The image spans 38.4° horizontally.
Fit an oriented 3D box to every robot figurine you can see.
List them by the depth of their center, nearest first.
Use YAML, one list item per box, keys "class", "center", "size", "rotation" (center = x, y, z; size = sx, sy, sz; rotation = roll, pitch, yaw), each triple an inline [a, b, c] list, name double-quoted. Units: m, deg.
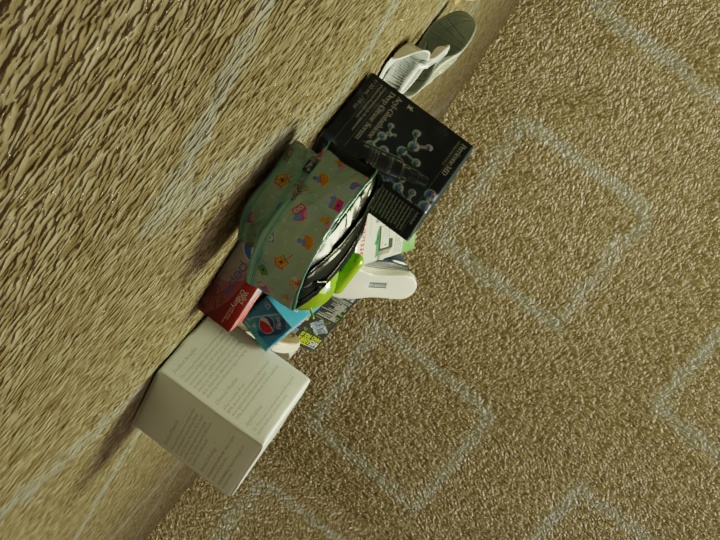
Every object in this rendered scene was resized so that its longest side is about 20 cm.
- class: "robot figurine"
  center: [-0.087, -0.027, 1.616]
  size: [0.115, 0.174, 0.202]
  rotation: [-28, -137, 44]

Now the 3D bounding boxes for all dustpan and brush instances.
- class: "dustpan and brush"
  center: [0.090, -0.346, 1.757]
  size: [0.200, 0.057, 0.140]
  rotation: [-53, 177, -39]

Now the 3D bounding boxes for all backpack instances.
- class: "backpack"
  center: [-0.078, -0.056, 1.362]
  size: [0.201, 0.152, 0.176]
  rotation: [-64, 180, -28]

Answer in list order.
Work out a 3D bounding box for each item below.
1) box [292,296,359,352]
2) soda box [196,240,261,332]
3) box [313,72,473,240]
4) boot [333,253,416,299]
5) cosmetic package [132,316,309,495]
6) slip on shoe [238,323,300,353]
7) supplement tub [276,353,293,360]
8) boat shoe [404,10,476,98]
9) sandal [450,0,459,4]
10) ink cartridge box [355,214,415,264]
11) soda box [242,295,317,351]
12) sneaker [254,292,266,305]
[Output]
- class: "box"
  center: [-0.110, 0.051, 1.884]
  size: [0.199, 0.044, 0.161]
  rotation: [28, 108, -44]
- class: "soda box"
  center: [-0.156, -0.012, 1.515]
  size: [0.201, 0.063, 0.070]
  rotation: [-56, 177, 14]
- class: "box"
  center: [0.045, -0.174, 1.589]
  size: [0.149, 0.199, 0.107]
  rotation: [-53, 178, -25]
- class: "boot"
  center: [0.000, 0.000, 1.866]
  size: [0.073, 0.198, 0.091]
  rotation: [-66, -151, 28]
- class: "cosmetic package"
  center: [-0.221, 0.210, 1.651]
  size: [0.168, 0.199, 0.167]
  rotation: [-51, 176, -46]
- class: "slip on shoe"
  center: [-0.176, 0.099, 1.799]
  size: [0.199, 0.076, 0.061]
  rotation: [14, 94, -44]
- class: "supplement tub"
  center: [-0.133, 0.061, 2.040]
  size: [0.201, 0.140, 0.141]
  rotation: [-53, 177, -24]
- class: "boat shoe"
  center: [0.131, -0.391, 1.881]
  size: [0.202, 0.074, 0.065]
  rotation: [-50, -177, -8]
- class: "sandal"
  center: [0.192, -0.485, 1.732]
  size: [0.078, 0.069, 0.212]
  rotation: [-54, 177, -1]
- class: "ink cartridge box"
  center: [0.018, -0.097, 1.826]
  size: [0.199, 0.084, 0.148]
  rotation: [-19, 120, -53]
- class: "soda box"
  center: [-0.126, 0.066, 1.719]
  size: [0.064, 0.068, 0.200]
  rotation: [-41, 179, 16]
- class: "sneaker"
  center: [-0.166, 0.011, 1.685]
  size: [0.091, 0.076, 0.200]
  rotation: [-48, 172, 33]
